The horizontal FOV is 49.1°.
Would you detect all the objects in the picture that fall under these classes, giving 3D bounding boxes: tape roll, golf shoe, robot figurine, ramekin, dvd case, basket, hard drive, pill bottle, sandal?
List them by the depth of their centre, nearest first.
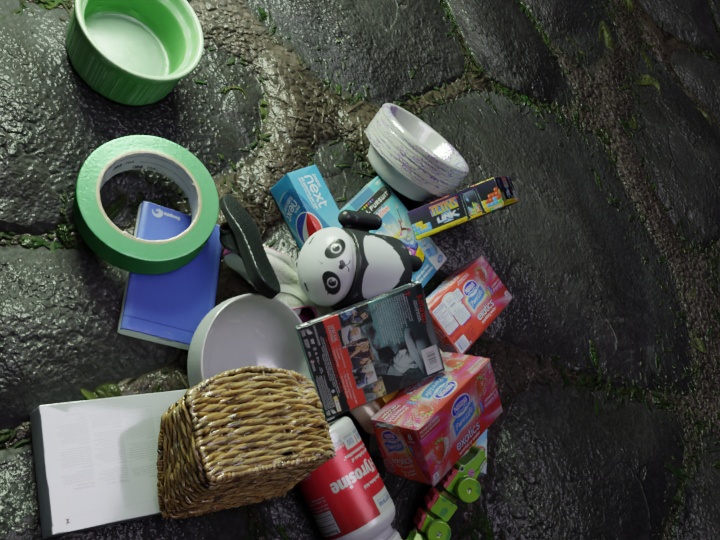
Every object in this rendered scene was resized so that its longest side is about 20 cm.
[{"bbox_3d":[-0.159,0.215,1.010,0.199,0.149,0.144,-1,59,-40],"label":"basket"},{"bbox_3d":[-0.304,-0.095,1.126,0.198,0.048,0.202,12,61,-22],"label":"tape roll"},{"bbox_3d":[-0.020,0.323,1.130,0.112,0.112,0.201,-24,84,-42],"label":"pill bottle"},{"bbox_3d":[-0.174,-0.035,1.139,0.075,0.048,0.201,41,18,-50],"label":"sandal"},{"bbox_3d":[-0.272,0.009,1.147,0.131,0.025,0.202,18,59,-30],"label":"hard drive"},{"bbox_3d":[0.017,0.116,1.159,0.198,0.022,0.147,-20,103,-13],"label":"dvd case"},{"bbox_3d":[0.001,0.001,1.205,0.198,0.125,0.151,9,40,-33],"label":"robot figurine"},{"bbox_3d":[-0.352,-0.354,1.214,0.198,0.097,0.202,17,59,-30],"label":"ramekin"},{"bbox_3d":[-0.125,0.025,1.222,0.199,0.075,0.092,26,58,-24],"label":"golf shoe"}]

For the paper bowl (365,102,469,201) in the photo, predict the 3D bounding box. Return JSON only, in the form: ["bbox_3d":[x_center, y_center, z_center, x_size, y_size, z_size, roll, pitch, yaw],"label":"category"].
[{"bbox_3d":[0.094,-0.207,1.450,0.200,0.105,0.201,34,22,-16],"label":"paper bowl"}]

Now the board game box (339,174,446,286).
[{"bbox_3d":[0.047,-0.049,1.407,0.200,0.047,0.151,50,48,-7],"label":"board game box"}]

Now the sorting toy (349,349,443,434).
[{"bbox_3d":[0.029,0.130,1.238,0.199,0.037,0.186,-34,80,-38],"label":"sorting toy"}]

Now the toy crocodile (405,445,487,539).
[{"bbox_3d":[0.128,0.358,1.222,0.062,0.067,0.201,37,85,-10],"label":"toy crocodile"}]

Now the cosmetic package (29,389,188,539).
[{"bbox_3d":[-0.303,0.239,0.994,0.198,0.052,0.152,0,67,-38],"label":"cosmetic package"}]

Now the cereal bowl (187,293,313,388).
[{"bbox_3d":[-0.163,0.135,1.115,0.199,0.083,0.203,7,79,-43],"label":"cereal bowl"}]

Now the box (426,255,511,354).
[{"bbox_3d":[0.169,0.073,1.397,0.100,0.095,0.200,53,48,-4],"label":"box"}]

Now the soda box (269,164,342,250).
[{"bbox_3d":[-0.069,-0.069,1.316,0.068,0.064,0.201,-23,83,-42],"label":"soda box"}]

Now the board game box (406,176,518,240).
[{"bbox_3d":[0.188,-0.115,1.417,0.057,0.164,0.200,70,19,0],"label":"board game box"}]

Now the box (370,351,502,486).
[{"bbox_3d":[0.119,0.218,1.190,0.199,0.095,0.101,-34,116,-40],"label":"box"}]

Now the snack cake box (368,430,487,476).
[{"bbox_3d":[0.114,0.262,1.293,0.199,0.067,0.116,22,56,-27],"label":"snack cake box"}]
